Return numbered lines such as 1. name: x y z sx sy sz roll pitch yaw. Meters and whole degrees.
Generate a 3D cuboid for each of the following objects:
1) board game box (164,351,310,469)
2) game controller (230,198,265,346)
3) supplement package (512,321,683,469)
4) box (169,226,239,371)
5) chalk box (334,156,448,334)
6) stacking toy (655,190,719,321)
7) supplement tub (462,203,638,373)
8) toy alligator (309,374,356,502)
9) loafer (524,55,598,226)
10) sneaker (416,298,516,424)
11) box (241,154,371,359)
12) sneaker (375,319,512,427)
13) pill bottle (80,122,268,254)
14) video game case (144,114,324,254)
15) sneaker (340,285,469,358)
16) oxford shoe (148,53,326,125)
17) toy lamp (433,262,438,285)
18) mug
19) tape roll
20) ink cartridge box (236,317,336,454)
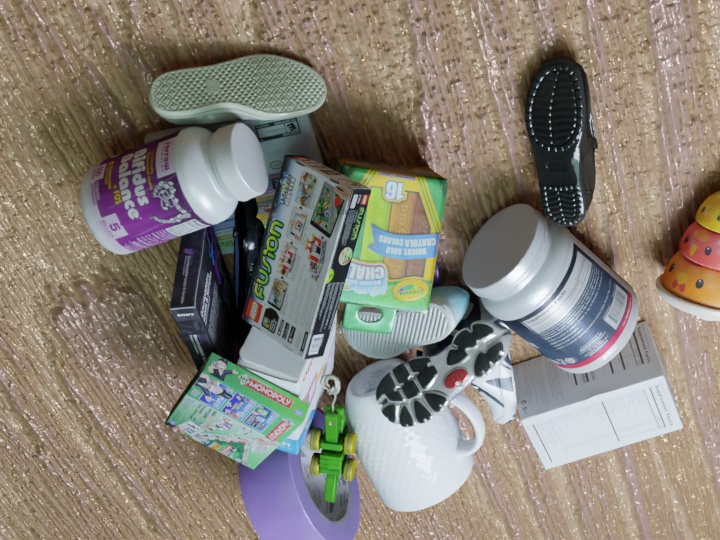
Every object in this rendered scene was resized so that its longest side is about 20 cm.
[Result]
1. board game box: -0.157 0.179 1.292 0.134 0.029 0.200 28 146 -10
2. game controller: -0.142 -0.004 1.269 0.042 0.105 0.201 -8 135 -17
3. supplement package: 0.325 0.173 1.441 0.198 0.110 0.114 -20 126 15
4. box: -0.187 0.052 1.297 0.036 0.144 0.201 -4 139 5
5. chalk box: 0.021 -0.022 1.226 0.123 0.124 0.203 6 100 -6
6. stacking toy: 0.451 -0.049 1.283 0.144 0.146 0.202 4 109 -4
7. supplement tub: 0.237 0.024 1.303 0.199 0.141 0.140 37 119 -26
8. toy alligator: -0.034 0.217 1.405 0.059 0.054 0.202 6 114 10
9. loafer: 0.239 -0.155 1.218 0.072 0.071 0.202 11 122 30
10. sneaker: 0.143 0.129 1.425 0.128 0.080 0.201 -7 128 6
11. box: -0.063 -0.016 1.166 0.035 0.110 0.202 -4 117 -50
12. sneaker: 0.112 0.135 1.337 0.199 0.083 0.081 -31 78 17
13. pill bottle: -0.209 -0.097 1.186 0.198 0.113 0.113 -18 127 21
14. video game case: -0.140 -0.106 1.272 0.198 0.022 0.183 -11 127 7
15. sneaker: 0.063 0.064 1.371 0.199 0.082 0.075 -9 107 43
16. oxford shoe: -0.138 -0.200 1.180 0.197 0.076 0.058 -6 170 -6
17. toy lamp: 0.000 0.000 1.335 0.197 0.059 0.059 -5 128 2
18. mug: 0.078 0.213 1.435 0.198 0.148 0.177 -12 116 34
19. tape roll: -0.083 0.300 1.475 0.084 0.201 0.201 -21 126 20
20. ink cartridge box: -0.091 0.121 1.332 0.084 0.145 0.201 17 146 9
